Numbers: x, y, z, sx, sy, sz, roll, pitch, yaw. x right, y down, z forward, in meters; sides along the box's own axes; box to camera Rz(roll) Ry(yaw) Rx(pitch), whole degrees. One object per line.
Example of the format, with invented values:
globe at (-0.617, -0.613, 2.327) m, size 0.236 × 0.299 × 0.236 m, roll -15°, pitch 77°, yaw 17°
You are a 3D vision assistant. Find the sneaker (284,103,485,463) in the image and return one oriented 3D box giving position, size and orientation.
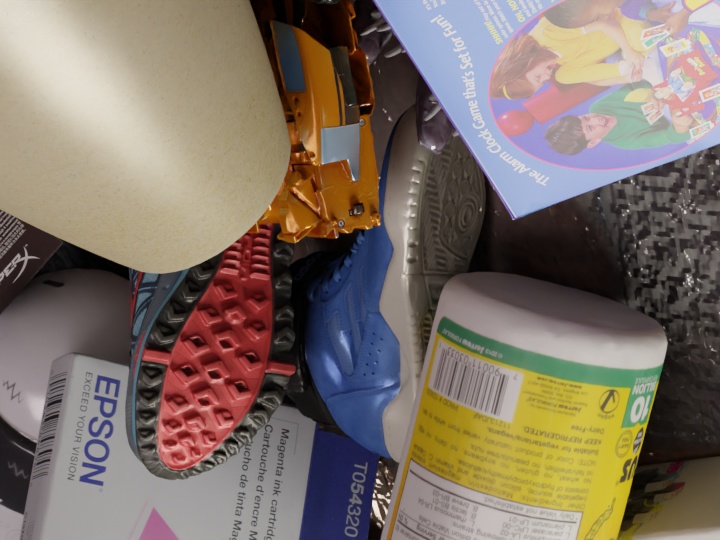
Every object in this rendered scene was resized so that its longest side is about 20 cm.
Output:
sneaker at (-0.001, 0.001, 1.085) m, size 0.111 × 0.077 × 0.200 m, roll 18°, pitch 127°, yaw 30°

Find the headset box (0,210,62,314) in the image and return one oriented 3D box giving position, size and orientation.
headset box at (-0.275, -0.057, 1.166) m, size 0.200 × 0.077 × 0.149 m, roll 44°, pitch 163°, yaw -21°

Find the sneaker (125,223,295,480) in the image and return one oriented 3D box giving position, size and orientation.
sneaker at (-0.078, 0.009, 1.089) m, size 0.079 × 0.200 × 0.096 m, roll 18°, pitch 167°, yaw -23°

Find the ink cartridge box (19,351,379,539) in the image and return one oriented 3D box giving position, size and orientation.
ink cartridge box at (-0.082, 0.160, 1.130) m, size 0.200 × 0.197 × 0.043 m, roll 14°, pitch 162°, yaw -22°

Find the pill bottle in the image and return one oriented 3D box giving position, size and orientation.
pill bottle at (0.072, 0.110, 1.040) m, size 0.113 × 0.113 × 0.200 m, roll 17°, pitch 100°, yaw 22°

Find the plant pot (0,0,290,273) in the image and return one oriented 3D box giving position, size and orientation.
plant pot at (-0.119, -0.093, 0.874) m, size 0.187 × 0.187 × 0.200 m, roll -3°, pitch 141°, yaw 36°

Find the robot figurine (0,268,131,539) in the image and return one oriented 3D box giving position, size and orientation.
robot figurine at (-0.167, 0.088, 1.238) m, size 0.150 × 0.125 × 0.200 m, roll 8°, pitch 136°, yaw -13°

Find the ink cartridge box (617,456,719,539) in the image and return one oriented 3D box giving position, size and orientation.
ink cartridge box at (0.181, 0.160, 1.096) m, size 0.200 × 0.068 × 0.115 m, roll -12°, pitch 116°, yaw 41°

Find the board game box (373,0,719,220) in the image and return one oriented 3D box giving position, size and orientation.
board game box at (0.082, -0.115, 0.844) m, size 0.134 × 0.045 × 0.200 m, roll -20°, pitch 138°, yaw 15°

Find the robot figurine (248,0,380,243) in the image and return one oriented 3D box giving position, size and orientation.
robot figurine at (-0.046, -0.115, 0.989) m, size 0.145 × 0.058 × 0.200 m, roll 4°, pitch 107°, yaw 57°

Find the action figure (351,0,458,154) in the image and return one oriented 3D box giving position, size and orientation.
action figure at (0.080, -0.123, 0.932) m, size 0.130 × 0.069 × 0.200 m, roll 39°, pitch 146°, yaw -20°
